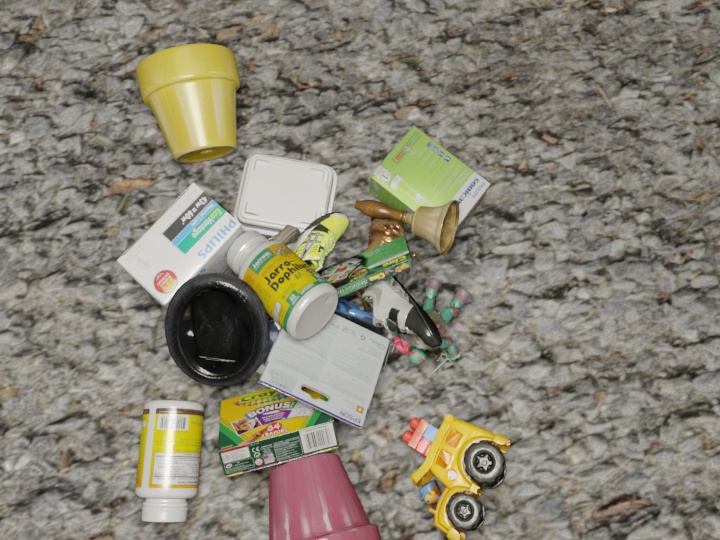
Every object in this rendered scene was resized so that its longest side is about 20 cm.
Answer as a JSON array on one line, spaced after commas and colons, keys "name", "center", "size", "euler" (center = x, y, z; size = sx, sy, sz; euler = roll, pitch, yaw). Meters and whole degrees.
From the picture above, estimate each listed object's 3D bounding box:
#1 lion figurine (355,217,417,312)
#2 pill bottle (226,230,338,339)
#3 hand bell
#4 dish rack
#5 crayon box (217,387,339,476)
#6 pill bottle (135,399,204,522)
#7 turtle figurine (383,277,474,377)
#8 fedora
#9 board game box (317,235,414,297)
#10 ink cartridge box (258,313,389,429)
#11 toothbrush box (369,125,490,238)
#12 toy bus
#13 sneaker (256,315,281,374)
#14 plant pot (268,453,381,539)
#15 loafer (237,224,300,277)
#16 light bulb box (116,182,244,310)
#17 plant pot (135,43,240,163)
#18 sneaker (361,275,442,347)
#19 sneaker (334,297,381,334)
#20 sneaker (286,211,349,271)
[{"name": "lion figurine", "center": [0.029, -0.025, 1.348], "size": [0.122, 0.073, 0.201], "euler": [38, 75, 6]}, {"name": "pill bottle", "center": [-0.143, 0.019, 1.204], "size": [0.113, 0.113, 0.199], "euler": [-44, 63, -13]}, {"name": "hand bell", "center": [0.078, -0.102, 1.303], "size": [0.197, 0.104, 0.105], "euler": [15, 73, 22]}, {"name": "dish rack", "center": [-0.153, -0.155, 1.397], "size": [0.197, 0.044, 0.174], "euler": [10, 74, 0]}, {"name": "crayon box", "center": [-0.147, 0.268, 1.209], "size": [0.197, 0.173, 0.059], "euler": [-13, 110, -6]}, {"name": "pill bottle", "center": [-0.338, 0.336, 1.214], "size": [0.107, 0.109, 0.203], "euler": [2, 74, -1]}, {"name": "turtle figurine", "center": [0.131, 0.117, 1.303], "size": [0.148, 0.101, 0.202], "euler": [28, 69, 6]}, {"name": "fedora", "center": [-0.243, 0.095, 1.195], "size": [0.197, 0.092, 0.204], "euler": [0, 105, 0]}, {"name": "board game box", "center": [0.000, 0.000, 1.275], "size": [0.198, 0.105, 0.024], "euler": [-22, 114, 7]}, {"name": "ink cartridge box", "center": [-0.063, 0.166, 1.215], "size": [0.197, 0.041, 0.201], "euler": [26, 47, -4]}, {"name": "toothbrush box", "center": [0.137, -0.167, 1.386], "size": [0.199, 0.086, 0.146], "euler": [38, 77, 10]}, {"name": "toy bus", "center": [0.153, 0.357, 1.221], "size": [0.190, 0.136, 0.202], "euler": [24, 77, 19]}, {"name": "sneaker", "center": [-0.211, 0.099, 1.292], "size": [0.198, 0.081, 0.148], "euler": [26, 85, -1]}, {"name": "plant pot", "center": [-0.076, 0.418, 1.159], "size": [0.197, 0.201, 0.181], "euler": [-14, 67, -6]}, {"name": "loafer", "center": [-0.198, -0.013, 1.340], "size": [0.062, 0.072, 0.201], "euler": [32, 82, 20]}, {"name": "light bulb box", "center": [-0.315, -0.022, 1.271], "size": [0.124, 0.200, 0.199], "euler": [39, 76, 9]}, {"name": "plant pot", "center": [-0.329, -0.324, 1.374], "size": [0.198, 0.201, 0.192], "euler": [-13, 91, -5]}, {"name": "sneaker", "center": [0.071, 0.086, 1.241], "size": [0.088, 0.074, 0.200], "euler": [-43, 46, 3]}, {"name": "sneaker", "center": [-0.048, 0.067, 1.317], "size": [0.197, 0.066, 0.079], "euler": [15, 51, 13]}, {"name": "sneaker", "center": [-0.089, -0.035, 1.330], "size": [0.076, 0.076, 0.200], "euler": [33, 65, 33]}]
